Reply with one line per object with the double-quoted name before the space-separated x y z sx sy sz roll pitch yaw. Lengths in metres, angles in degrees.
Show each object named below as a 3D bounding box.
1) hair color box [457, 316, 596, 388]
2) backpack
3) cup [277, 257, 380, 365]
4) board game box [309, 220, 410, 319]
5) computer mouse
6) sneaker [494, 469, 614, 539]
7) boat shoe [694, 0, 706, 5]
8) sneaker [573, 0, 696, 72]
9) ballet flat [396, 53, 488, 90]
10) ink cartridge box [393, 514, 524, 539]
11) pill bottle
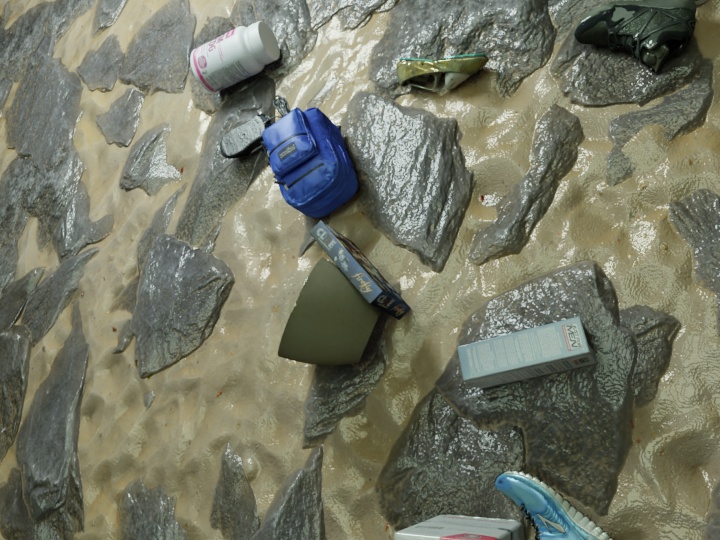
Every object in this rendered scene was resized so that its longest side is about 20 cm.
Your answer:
"hair color box" 0.270 0.137 0.998 0.199 0.099 0.061 -17 66 22
"backpack" -0.113 -0.217 1.279 0.162 0.168 0.201 -32 66 23
"cup" -0.048 0.096 1.144 0.143 0.200 0.201 24 85 3
"board game box" 0.000 0.000 1.164 0.035 0.135 0.200 -45 60 7
"computer mouse" -0.227 -0.302 1.439 0.199 0.046 0.141 -35 66 8
"sneaker" 0.278 0.379 0.916 0.200 0.079 0.090 35 75 32
"boat shoe" 0.601 -0.567 1.074 0.074 0.060 0.201 17 82 32
"sneaker" 0.476 -0.409 1.079 0.198 0.076 0.115 5 70 23
"ballet flat" 0.165 -0.402 1.255 0.199 0.071 0.071 7 77 29
"ink cartridge box" 0.152 0.421 0.909 0.145 0.200 0.085 -5 77 26
"pill bottle" -0.306 -0.526 1.508 0.199 0.113 0.114 -16 67 22
